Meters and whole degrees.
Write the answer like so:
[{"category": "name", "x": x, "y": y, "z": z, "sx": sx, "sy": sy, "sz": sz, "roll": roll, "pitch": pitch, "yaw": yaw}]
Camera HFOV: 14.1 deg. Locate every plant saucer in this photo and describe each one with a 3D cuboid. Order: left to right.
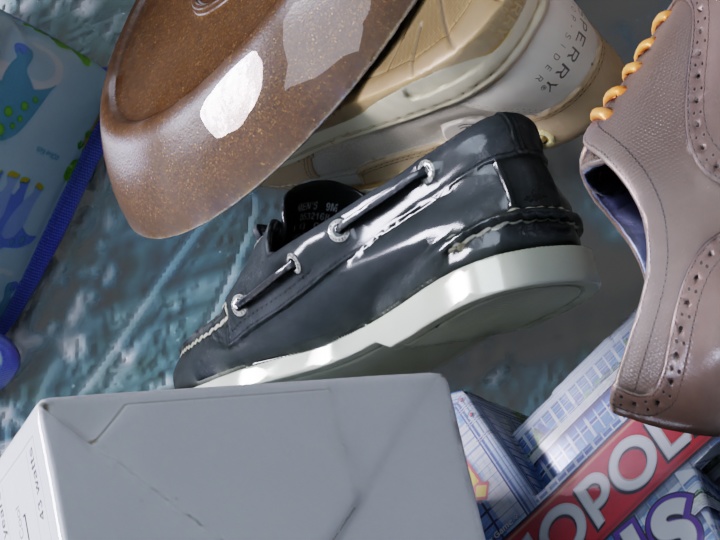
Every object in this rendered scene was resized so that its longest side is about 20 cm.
[{"category": "plant saucer", "x": -0.029, "y": -0.102, "z": 0.980, "sx": 0.200, "sy": 0.032, "sz": 0.200, "roll": -45, "pitch": 24, "yaw": 27}]

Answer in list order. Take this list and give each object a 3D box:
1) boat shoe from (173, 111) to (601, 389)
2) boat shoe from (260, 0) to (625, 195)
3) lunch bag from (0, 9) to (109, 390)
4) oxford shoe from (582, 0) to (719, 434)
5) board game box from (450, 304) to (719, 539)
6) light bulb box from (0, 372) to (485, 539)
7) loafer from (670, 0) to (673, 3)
[{"category": "boat shoe", "x": -0.002, "y": 0.000, "z": 0.919, "sx": 0.199, "sy": 0.074, "sz": 0.066, "roll": -28, "pitch": 71, "yaw": 57}, {"category": "boat shoe", "x": 0.013, "y": -0.051, "z": 0.954, "sx": 0.200, "sy": 0.069, "sz": 0.074, "roll": -11, "pitch": 48, "yaw": 60}, {"category": "lunch bag", "x": -0.205, "y": -0.021, "z": 1.062, "sx": 0.127, "sy": 0.170, "sz": 0.200, "roll": 30, "pitch": 93, "yaw": 46}, {"category": "oxford shoe", "x": 0.097, "y": -0.053, "z": 0.806, "sx": 0.073, "sy": 0.071, "sz": 0.200, "roll": -3, "pitch": 67, "yaw": 6}, {"category": "board game box", "x": 0.073, "y": 0.088, "z": 0.859, "sx": 0.200, "sy": 0.062, "sz": 0.200, "roll": -47, "pitch": 51, "yaw": 16}, {"category": "light bulb box", "x": -0.046, "y": 0.158, "z": 0.824, "sx": 0.200, "sy": 0.125, "sz": 0.199, "roll": 131, "pitch": 132, "yaw": -57}, {"category": "loafer", "x": 0.095, "y": -0.135, "z": 0.919, "sx": 0.070, "sy": 0.070, "sz": 0.200, "roll": -48, "pitch": 49, "yaw": 15}]
